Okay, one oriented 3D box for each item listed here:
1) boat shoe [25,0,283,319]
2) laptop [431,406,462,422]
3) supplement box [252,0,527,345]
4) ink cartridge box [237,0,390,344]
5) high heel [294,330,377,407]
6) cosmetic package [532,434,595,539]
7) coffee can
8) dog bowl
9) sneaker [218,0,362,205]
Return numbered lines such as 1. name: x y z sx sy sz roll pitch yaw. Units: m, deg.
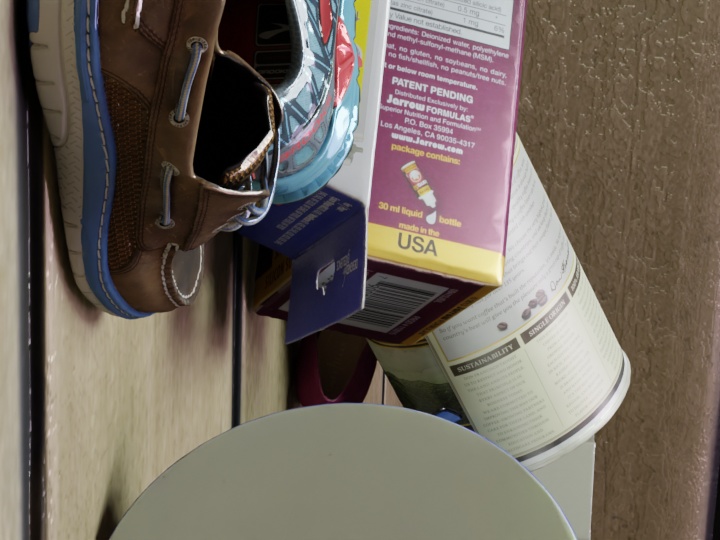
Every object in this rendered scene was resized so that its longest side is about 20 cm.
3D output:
1. boat shoe: -0.065 -0.041 0.790 0.200 0.072 0.073 83 12 -61
2. laptop: -0.010 0.176 1.299 0.187 0.115 0.201 42 53 -82
3. supplement box: 0.016 -0.076 1.247 0.131 0.103 0.201 140 -41 -63
4. ink cartridge box: -0.025 -0.073 1.095 0.198 0.047 0.201 149 -50 -76
5. high heel: 0.000 0.000 1.484 0.096 0.067 0.201 138 -40 -83
6. cosmetic package: 0.066 0.146 1.609 0.104 0.199 0.074 -7 101 -84
7. coffee can: 0.066 0.010 1.426 0.201 0.146 0.147 62 21 -25
8. dog bowl: -0.006 0.153 0.888 0.079 0.199 0.201 84 11 -50
9. sneaker: -0.039 -0.135 0.959 0.095 0.079 0.201 34 50 -69
